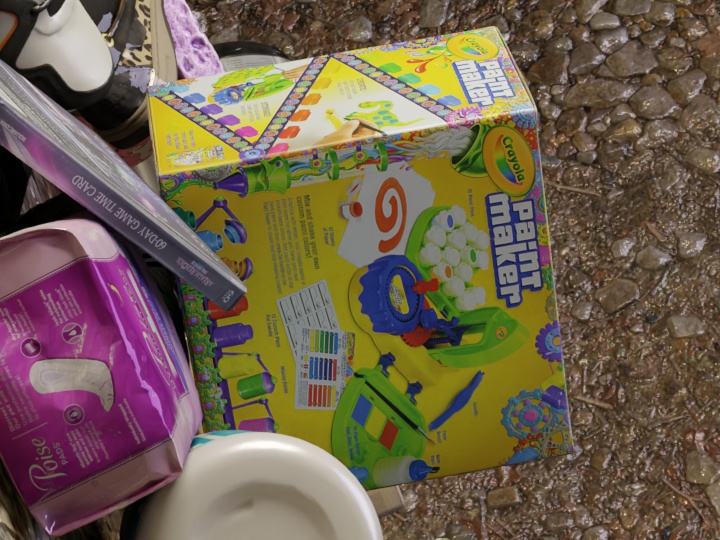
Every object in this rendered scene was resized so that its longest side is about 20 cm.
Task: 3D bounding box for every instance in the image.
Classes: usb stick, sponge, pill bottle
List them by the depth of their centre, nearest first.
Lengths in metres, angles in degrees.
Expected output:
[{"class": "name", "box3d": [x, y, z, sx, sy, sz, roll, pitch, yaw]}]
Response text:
[{"class": "pill bottle", "box3d": [-0.056, 0.130, 1.212, 0.200, 0.111, 0.111, 161, -93, -82]}, {"class": "usb stick", "box3d": [-0.185, -0.064, 1.307, 0.200, 0.033, 0.056, -108, -179, -75]}, {"class": "sponge", "box3d": [-0.078, -0.081, 1.648, 0.200, 0.030, 0.112, 60, -7, 8]}]

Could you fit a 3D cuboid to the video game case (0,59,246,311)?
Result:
[{"class": "video game case", "box3d": [-0.144, -0.063, 1.171, 0.143, 0.019, 0.200, 44, 2, 38]}]

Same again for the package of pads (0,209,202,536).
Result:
[{"class": "package of pads", "box3d": [-0.124, 0.038, 1.133, 0.121, 0.076, 0.200, 64, 1, -3]}]

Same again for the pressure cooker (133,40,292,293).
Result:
[{"class": "pressure cooker", "box3d": [-0.086, -0.045, 1.905, 0.200, 0.176, 0.179, 64, 3, 28]}]

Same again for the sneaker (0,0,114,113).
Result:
[{"class": "sneaker", "box3d": [-0.176, -0.155, 1.254, 0.200, 0.080, 0.074, 51, 36, -34]}]

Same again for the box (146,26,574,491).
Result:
[{"class": "box", "box3d": [0.000, 0.000, 1.351, 0.122, 0.192, 0.201, -105, -173, -64]}]

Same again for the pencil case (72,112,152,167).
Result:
[{"class": "pencil case", "box3d": [-0.172, -0.120, 1.589, 0.083, 0.087, 0.200, 45, -3, 12]}]

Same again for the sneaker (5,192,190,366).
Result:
[{"class": "sneaker", "box3d": [-0.123, 0.023, 1.342, 0.200, 0.078, 0.085, 66, 2, -58]}]

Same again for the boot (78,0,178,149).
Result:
[{"class": "boot", "box3d": [-0.179, -0.171, 1.409, 0.150, 0.073, 0.200, 31, 35, -43]}]

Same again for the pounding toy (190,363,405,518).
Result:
[{"class": "pounding toy", "box3d": [-0.078, 0.084, 1.560, 0.200, 0.142, 0.185, 147, -79, -80]}]
